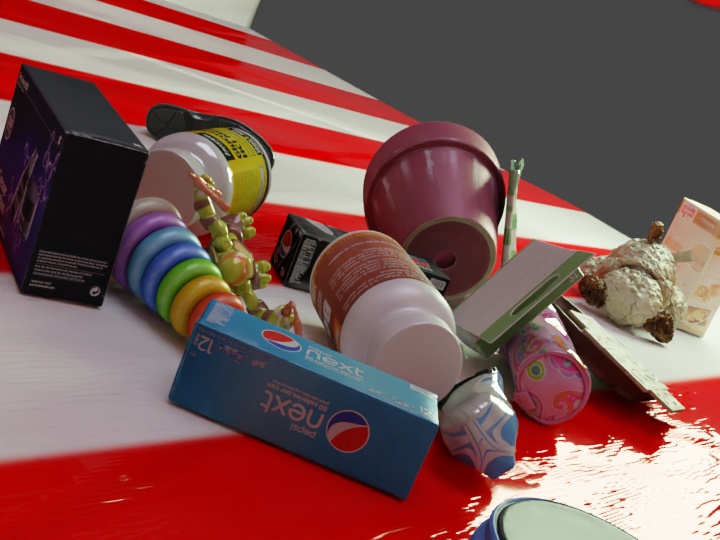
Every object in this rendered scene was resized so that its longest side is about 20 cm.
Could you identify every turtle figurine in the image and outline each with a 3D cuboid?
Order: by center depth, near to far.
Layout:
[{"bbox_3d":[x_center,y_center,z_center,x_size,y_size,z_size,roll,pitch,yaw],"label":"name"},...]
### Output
[{"bbox_3d":[-0.114,0.001,1.002,0.202,0.064,0.161,57,0,-7],"label":"turtle figurine"}]

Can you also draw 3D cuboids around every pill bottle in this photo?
[{"bbox_3d":[0.024,0.046,1.004,0.110,0.114,0.200,17,16,-22],"label":"pill bottle"},{"bbox_3d":[-0.179,-0.099,1.179,0.111,0.114,0.200,26,15,8],"label":"pill bottle"}]

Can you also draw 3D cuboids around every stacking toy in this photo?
[{"bbox_3d":[-0.145,0.024,0.911,0.085,0.086,0.200,5,31,-50],"label":"stacking toy"}]

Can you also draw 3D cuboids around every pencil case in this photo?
[{"bbox_3d":[0.197,0.097,1.171,0.086,0.089,0.200,22,14,-5],"label":"pencil case"}]

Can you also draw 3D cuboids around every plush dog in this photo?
[{"bbox_3d":[0.448,0.026,1.720,0.197,0.162,0.172,24,41,9],"label":"plush dog"}]

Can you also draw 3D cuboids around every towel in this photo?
[{"bbox_3d":[0.203,-0.042,1.424,0.023,0.204,0.153,5,13,8],"label":"towel"}]

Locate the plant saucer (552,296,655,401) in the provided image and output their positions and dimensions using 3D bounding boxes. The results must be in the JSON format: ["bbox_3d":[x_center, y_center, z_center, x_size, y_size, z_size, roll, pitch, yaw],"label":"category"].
[{"bbox_3d":[0.292,0.097,1.323,0.199,0.032,0.200,40,11,-9],"label":"plant saucer"}]

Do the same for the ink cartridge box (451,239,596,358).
[{"bbox_3d":[0.177,0.034,1.145,0.048,0.145,0.200,51,-3,-12],"label":"ink cartridge box"}]

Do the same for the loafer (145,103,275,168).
[{"bbox_3d":[-0.214,-0.196,1.551,0.197,0.073,0.063,22,9,-2],"label":"loafer"}]

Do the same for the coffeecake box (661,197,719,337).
[{"bbox_3d":[0.601,-0.008,1.910,0.072,0.203,0.154,18,16,-17],"label":"coffeecake box"}]

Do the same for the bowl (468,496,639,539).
[{"bbox_3d":[0.169,0.230,0.747,0.197,0.040,0.201,23,15,-6],"label":"bowl"}]

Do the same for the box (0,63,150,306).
[{"bbox_3d":[-0.264,-0.081,0.933,0.078,0.143,0.200,14,17,-33],"label":"box"}]

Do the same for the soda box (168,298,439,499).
[{"bbox_3d":[-0.041,0.097,0.814,0.197,0.069,0.064,23,14,-3],"label":"soda box"}]

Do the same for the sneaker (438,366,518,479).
[{"bbox_3d":[0.106,0.135,0.948,0.073,0.071,0.200,63,8,-2],"label":"sneaker"}]

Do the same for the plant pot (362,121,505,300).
[{"bbox_3d":[0.104,-0.066,1.392,0.197,0.202,0.180,19,31,-17],"label":"plant pot"}]

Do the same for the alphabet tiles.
[{"bbox_3d":[0.327,0.111,1.295,0.167,0.006,0.199,47,13,21],"label":"alphabet tiles"}]

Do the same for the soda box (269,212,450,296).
[{"bbox_3d":[0.000,0.000,1.221,0.197,0.064,0.071,17,16,-26],"label":"soda box"}]
